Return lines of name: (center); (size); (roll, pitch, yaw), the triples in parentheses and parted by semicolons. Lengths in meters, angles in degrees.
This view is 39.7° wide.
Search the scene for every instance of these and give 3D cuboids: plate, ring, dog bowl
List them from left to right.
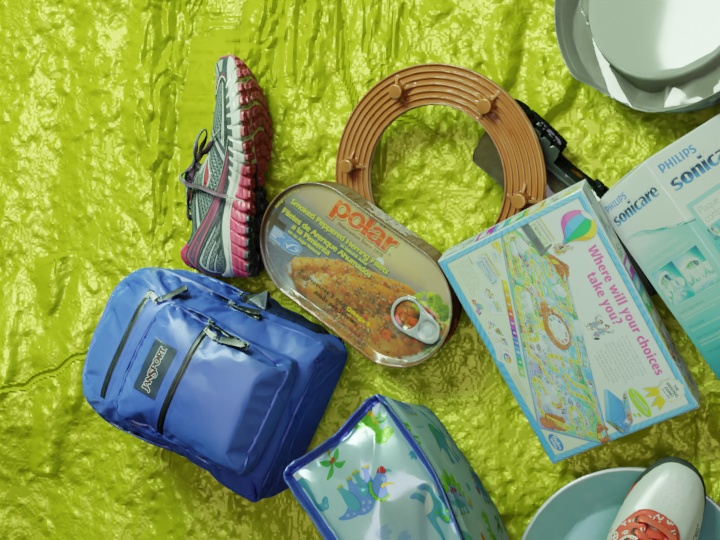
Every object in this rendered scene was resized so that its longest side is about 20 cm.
ring: (0.062, -0.076, 0.859); (0.199, 0.019, 0.203); (7, 105, 29)
plate: (0.229, 0.266, 0.843); (0.198, 0.026, 0.202); (0, 88, 11)
dog bowl: (0.256, -0.220, 0.803); (0.199, 0.058, 0.202); (-7, 79, 39)

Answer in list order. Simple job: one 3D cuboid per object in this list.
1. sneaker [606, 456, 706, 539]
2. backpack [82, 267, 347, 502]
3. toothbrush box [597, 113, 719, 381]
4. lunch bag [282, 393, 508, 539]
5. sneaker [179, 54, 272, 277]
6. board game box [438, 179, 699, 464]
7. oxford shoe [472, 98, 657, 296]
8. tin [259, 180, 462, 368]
sneaker: (0.214, 0.244, 0.779); (0.067, 0.108, 0.202); (32, 93, 11)
backpack: (-0.135, 0.081, 0.857); (0.199, 0.168, 0.164); (26, 86, 15)
toothbrush box: (0.307, -0.019, 0.781); (0.146, 0.085, 0.201); (-29, 79, -23)
lunch bag: (0.051, 0.212, 0.798); (0.127, 0.170, 0.200); (-42, 72, 7)
sneaker: (-0.126, -0.095, 0.904); (0.074, 0.081, 0.202); (2, 88, 13)
board game box: (0.170, 0.046, 0.817); (0.134, 0.034, 0.201); (-26, 98, 25)
oxford shoe: (0.175, -0.046, 0.854); (0.084, 0.073, 0.200); (-46, 77, 23)
tin: (0.000, 0.000, 0.876); (0.199, 0.042, 0.113); (37, 118, 16)
